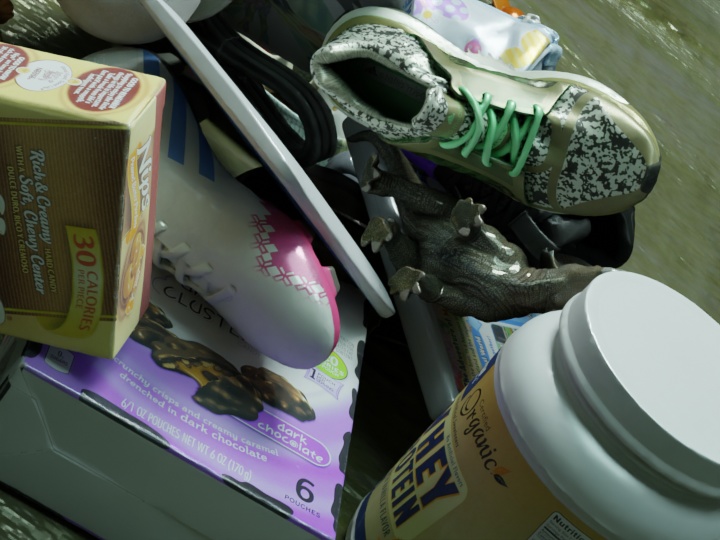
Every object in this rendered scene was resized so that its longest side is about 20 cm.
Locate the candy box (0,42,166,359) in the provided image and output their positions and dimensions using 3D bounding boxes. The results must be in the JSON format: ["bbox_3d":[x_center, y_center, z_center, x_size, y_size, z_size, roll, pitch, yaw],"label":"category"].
[{"bbox_3d":[-0.189,-0.043,0.884,0.198,0.116,0.055,13,31,9],"label":"candy box"}]

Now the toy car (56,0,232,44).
[{"bbox_3d":[-0.141,-0.206,1.041,0.198,0.151,0.175,14,14,7],"label":"toy car"}]

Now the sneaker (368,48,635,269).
[{"bbox_3d":[0.089,-0.053,1.150,0.199,0.069,0.100,19,47,-35],"label":"sneaker"}]

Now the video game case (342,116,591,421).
[{"bbox_3d":[0.084,0.008,1.170,0.181,0.024,0.201,13,49,-41],"label":"video game case"}]

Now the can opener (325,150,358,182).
[{"bbox_3d":[0.066,-0.011,1.247,0.199,0.067,0.054,37,30,-19],"label":"can opener"}]

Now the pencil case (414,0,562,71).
[{"bbox_3d":[0.028,-0.153,1.270,0.199,0.091,0.083,33,26,16],"label":"pencil case"}]

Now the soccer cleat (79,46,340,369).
[{"bbox_3d":[-0.090,-0.024,0.966,0.086,0.070,0.200,-18,58,-36],"label":"soccer cleat"}]

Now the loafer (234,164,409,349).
[{"bbox_3d":[0.000,0.000,1.153,0.199,0.073,0.072,19,34,-32],"label":"loafer"}]

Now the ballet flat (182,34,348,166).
[{"bbox_3d":[-0.050,-0.120,1.257,0.199,0.071,0.069,37,30,-7],"label":"ballet flat"}]

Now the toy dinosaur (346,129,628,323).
[{"bbox_3d":[0.049,-0.009,1.068,0.199,0.077,0.102,29,-4,45],"label":"toy dinosaur"}]

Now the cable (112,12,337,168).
[{"bbox_3d":[-0.078,-0.133,1.153,0.199,0.098,0.050,28,32,32],"label":"cable"}]

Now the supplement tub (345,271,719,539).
[{"bbox_3d":[0.099,0.111,0.995,0.144,0.200,0.145,28,32,-19],"label":"supplement tub"}]

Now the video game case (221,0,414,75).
[{"bbox_3d":[-0.056,-0.189,1.134,0.199,0.183,0.022,31,62,16],"label":"video game case"}]

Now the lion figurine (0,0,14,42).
[{"bbox_3d":[-0.235,-0.112,1.050,0.199,0.073,0.123,20,34,-20],"label":"lion figurine"}]

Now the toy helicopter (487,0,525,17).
[{"bbox_3d":[0.087,-0.119,1.348,0.199,0.132,0.079,37,30,-6],"label":"toy helicopter"}]

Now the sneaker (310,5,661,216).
[{"bbox_3d":[0.056,-0.075,1.044,0.198,0.078,0.089,21,18,14],"label":"sneaker"}]

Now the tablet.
[{"bbox_3d":[-0.042,-0.055,1.002,0.130,0.014,0.200,52,-2,25],"label":"tablet"}]

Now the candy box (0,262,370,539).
[{"bbox_3d":[-0.088,0.049,0.994,0.167,0.072,0.201,31,32,-14],"label":"candy box"}]
